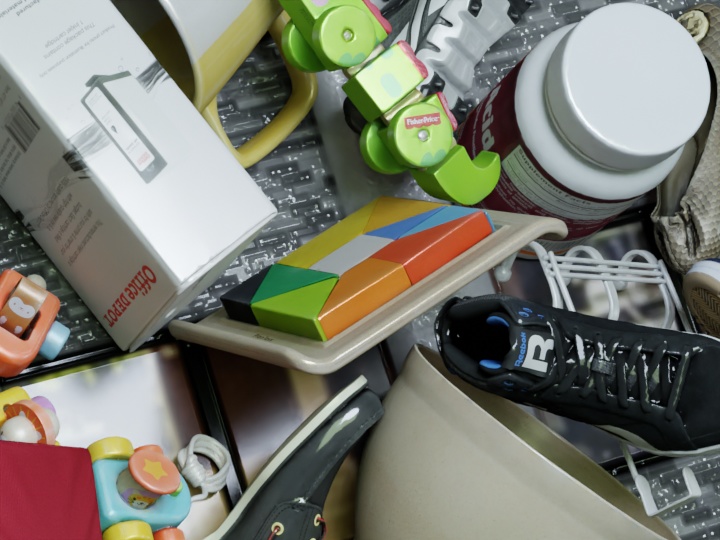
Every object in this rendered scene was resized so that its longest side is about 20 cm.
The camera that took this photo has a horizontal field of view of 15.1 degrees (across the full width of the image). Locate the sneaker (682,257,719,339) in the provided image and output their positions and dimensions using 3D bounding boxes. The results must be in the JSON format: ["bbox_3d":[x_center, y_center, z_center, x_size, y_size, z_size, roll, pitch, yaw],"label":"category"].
[{"bbox_3d":[0.303,0.027,1.724,0.199,0.070,0.109,34,69,-7],"label":"sneaker"}]

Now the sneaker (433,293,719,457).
[{"bbox_3d":[0.132,0.060,1.566,0.199,0.112,0.074,10,86,30],"label":"sneaker"}]

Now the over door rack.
[{"bbox_3d":[0.173,0.074,1.692,0.147,0.067,0.201,3,50,-52],"label":"over door rack"}]

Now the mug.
[{"bbox_3d":[-0.107,-0.176,1.702,0.149,0.187,0.153,27,54,27],"label":"mug"}]

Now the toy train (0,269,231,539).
[{"bbox_3d":[-0.161,0.080,1.612,0.199,0.056,0.151,37,44,-8],"label":"toy train"}]

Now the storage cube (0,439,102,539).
[{"bbox_3d":[-0.250,0.193,1.476,0.179,0.199,0.172,12,63,-61],"label":"storage cube"}]

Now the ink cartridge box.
[{"bbox_3d":[-0.156,-0.067,1.630,0.084,0.146,0.200,-38,88,-25],"label":"ink cartridge box"}]

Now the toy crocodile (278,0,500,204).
[{"bbox_3d":[0.011,-0.119,1.653,0.062,0.067,0.200,-41,100,-17],"label":"toy crocodile"}]

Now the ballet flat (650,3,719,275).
[{"bbox_3d":[0.215,-0.090,1.785,0.046,0.067,0.201,21,62,-31],"label":"ballet flat"}]

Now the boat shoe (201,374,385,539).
[{"bbox_3d":[-0.049,0.150,1.609,0.063,0.074,0.202,40,97,6],"label":"boat shoe"}]

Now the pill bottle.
[{"bbox_3d":[0.135,-0.087,1.697,0.113,0.200,0.115,5,73,-16],"label":"pill bottle"}]

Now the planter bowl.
[{"bbox_3d":[0.075,0.157,1.628,0.200,0.200,0.135,35,94,-5],"label":"planter bowl"}]

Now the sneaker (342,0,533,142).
[{"bbox_3d":[0.049,-0.162,1.750,0.066,0.090,0.201,43,70,-49],"label":"sneaker"}]

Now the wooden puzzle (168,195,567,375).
[{"bbox_3d":[0.000,0.000,1.642,0.199,0.185,0.037,-28,107,-24],"label":"wooden puzzle"}]
